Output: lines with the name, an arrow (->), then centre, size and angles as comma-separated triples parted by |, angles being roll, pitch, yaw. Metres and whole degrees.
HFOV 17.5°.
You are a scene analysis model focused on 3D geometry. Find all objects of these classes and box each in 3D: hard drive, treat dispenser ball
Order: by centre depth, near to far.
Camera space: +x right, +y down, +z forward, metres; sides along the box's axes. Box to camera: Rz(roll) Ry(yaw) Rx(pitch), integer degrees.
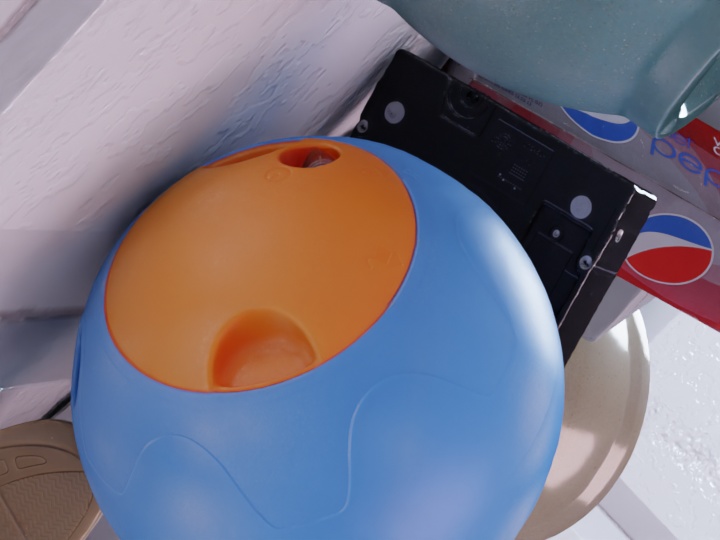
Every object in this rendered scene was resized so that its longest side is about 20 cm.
treat dispenser ball -> -0.017, 0.047, 0.945 | 0.201, 0.201, 0.201 | -42, 170, -9
hard drive -> 0.028, 0.020, 1.059 | 0.201, 0.139, 0.038 | -61, 153, 6

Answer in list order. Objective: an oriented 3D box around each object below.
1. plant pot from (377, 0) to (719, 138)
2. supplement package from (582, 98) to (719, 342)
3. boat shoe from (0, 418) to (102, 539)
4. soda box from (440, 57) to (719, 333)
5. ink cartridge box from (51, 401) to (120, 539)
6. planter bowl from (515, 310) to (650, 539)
plant pot -> 0.112, -0.138, 0.900 | 0.200, 0.134, 0.200 | -43, 170, -10
supplement package -> 0.176, -0.098, 1.293 | 0.192, 0.147, 0.200 | -51, 167, 34
boat shoe -> -0.183, 0.132, 1.030 | 0.200, 0.072, 0.065 | -43, 176, 13
soda box -> 0.128, -0.046, 1.144 | 0.064, 0.199, 0.070 | -51, -165, 40
ink cartridge box -> -0.079, 0.153, 1.154 | 0.084, 0.200, 0.144 | -37, 169, -12
planter bowl -> 0.059, 0.059, 1.428 | 0.200, 0.201, 0.134 | -47, 143, 18
